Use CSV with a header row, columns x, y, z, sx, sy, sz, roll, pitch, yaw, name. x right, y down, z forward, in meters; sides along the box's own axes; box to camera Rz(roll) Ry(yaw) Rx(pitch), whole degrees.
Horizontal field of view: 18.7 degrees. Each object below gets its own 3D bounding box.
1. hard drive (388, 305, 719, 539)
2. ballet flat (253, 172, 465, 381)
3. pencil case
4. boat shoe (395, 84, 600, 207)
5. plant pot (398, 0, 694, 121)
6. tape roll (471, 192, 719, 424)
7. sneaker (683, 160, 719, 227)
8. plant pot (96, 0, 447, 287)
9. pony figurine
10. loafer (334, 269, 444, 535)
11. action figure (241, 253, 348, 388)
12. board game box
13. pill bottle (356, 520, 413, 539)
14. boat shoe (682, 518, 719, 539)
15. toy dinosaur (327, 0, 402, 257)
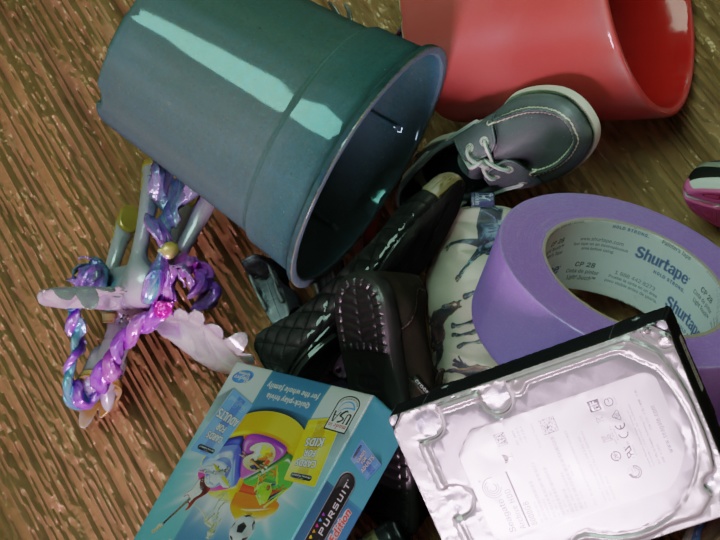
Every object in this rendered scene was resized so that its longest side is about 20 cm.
x,y,z,sx,sy,sz,roll,pitch,yaw,name
0.135,0.121,1.434,0.200,0.038,0.140,-20,101,20,hard drive
0.000,0.000,1.591,0.200,0.066,0.057,-46,62,-4,ballet flat
0.095,0.045,1.609,0.089,0.078,0.200,-18,59,26,pencil case
0.099,-0.080,1.623,0.062,0.073,0.200,-42,14,-35,boat shoe
0.138,-0.196,1.658,0.177,0.200,0.201,-10,62,27,plant pot
0.181,0.029,1.526,0.200,0.066,0.200,13,32,-9,tape roll
0.334,-0.081,1.595,0.199,0.074,0.088,-6,63,10,sneaker
-0.072,-0.122,1.589,0.196,0.200,0.200,32,78,13,plant pot
-0.162,0.015,1.663,0.166,0.193,0.200,23,70,-14,pony figurine
0.033,0.092,1.556,0.071,0.201,0.073,-18,22,-39,loafer
-0.028,0.079,1.640,0.130,0.069,0.200,-18,64,1,action figure
-0.075,0.169,1.515,0.151,0.047,0.200,10,63,48,board game box
-0.030,0.271,1.520,0.200,0.112,0.112,-33,59,1,pill bottle
0.291,0.134,1.476,0.072,0.072,0.200,38,60,-10,boat shoe
0.014,-0.115,1.738,0.181,0.105,0.200,-38,93,-13,toy dinosaur
